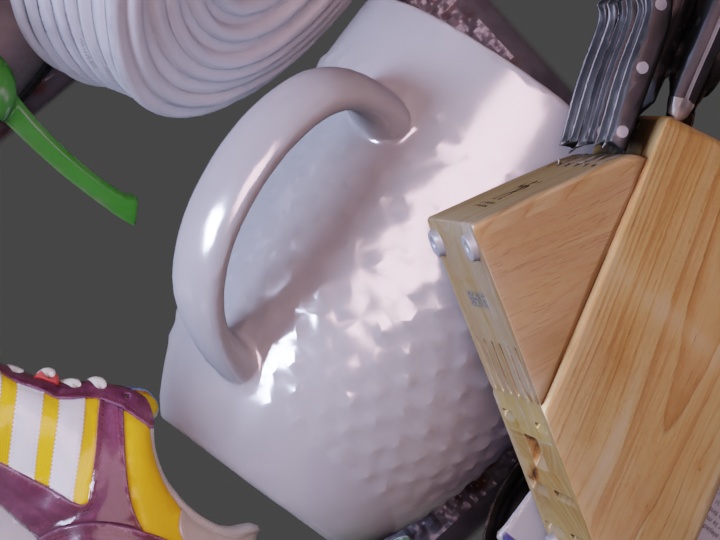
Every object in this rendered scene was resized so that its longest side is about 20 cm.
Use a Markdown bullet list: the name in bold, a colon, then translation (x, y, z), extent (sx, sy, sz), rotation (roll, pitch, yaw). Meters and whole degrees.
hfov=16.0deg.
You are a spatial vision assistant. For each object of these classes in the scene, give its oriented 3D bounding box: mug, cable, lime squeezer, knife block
- **mug**: translation (0.000, 0.000, 0.946), extent (0.148, 0.200, 0.175), rotation (33, 85, 34)
- **cable**: translation (-0.046, -0.152, 0.966), extent (0.069, 0.200, 0.200), rotation (32, 122, 24)
- **lime squeezer**: translation (-0.176, -0.055, 0.984), extent (0.200, 0.071, 0.038), rotation (-1, 36, -30)
- **knife block**: translation (0.122, -0.006, 0.876), extent (0.176, 0.064, 0.200), rotation (-22, 98, -10)

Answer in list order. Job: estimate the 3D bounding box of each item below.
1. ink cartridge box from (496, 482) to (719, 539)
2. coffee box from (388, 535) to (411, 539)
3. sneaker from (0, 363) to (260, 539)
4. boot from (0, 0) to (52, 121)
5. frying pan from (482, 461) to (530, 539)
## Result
- **ink cartridge box**: translation (0.169, 0.067, 0.962), extent (0.196, 0.043, 0.200), rotation (40, 86, -23)
- **coffee box**: translation (0.033, 0.199, 0.951), extent (0.044, 0.123, 0.200), rotation (-22, 84, -5)
- **sneaker**: translation (-0.130, 0.064, 1.000), extent (0.090, 0.075, 0.200), rotation (-43, 91, -15)
- **boot**: translation (-0.132, -0.152, 0.990), extent (0.070, 0.132, 0.200), rotation (26, 91, 4)
- **frying pan**: translation (0.136, 0.106, 1.012), extent (0.190, 0.031, 0.115), rotation (-14, 87, -16)
